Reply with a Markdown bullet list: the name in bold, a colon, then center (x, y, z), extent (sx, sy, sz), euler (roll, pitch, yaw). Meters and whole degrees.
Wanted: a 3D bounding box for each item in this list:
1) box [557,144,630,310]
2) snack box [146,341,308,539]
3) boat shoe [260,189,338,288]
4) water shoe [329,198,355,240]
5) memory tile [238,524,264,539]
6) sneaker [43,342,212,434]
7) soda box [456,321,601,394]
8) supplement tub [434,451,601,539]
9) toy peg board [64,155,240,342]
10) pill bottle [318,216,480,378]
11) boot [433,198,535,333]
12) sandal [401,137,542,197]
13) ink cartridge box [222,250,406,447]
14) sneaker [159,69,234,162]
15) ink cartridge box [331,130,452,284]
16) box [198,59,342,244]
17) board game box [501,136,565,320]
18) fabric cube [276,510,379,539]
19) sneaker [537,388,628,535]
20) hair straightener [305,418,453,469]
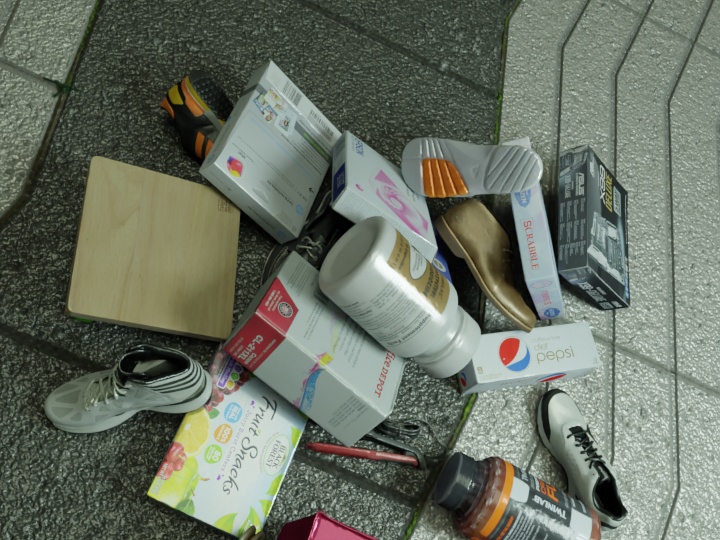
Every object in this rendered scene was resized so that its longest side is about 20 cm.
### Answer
- **box**: center (0.352, -0.062, 1.137), extent (0.157, 0.049, 0.203), euler (33, 56, -43)
- **snack box**: center (-0.151, 0.209, 0.920), extent (0.141, 0.053, 0.202), euler (26, 64, -7)
- **boat shoe**: center (-0.072, -0.040, 1.037), extent (0.072, 0.063, 0.201), euler (35, 63, 0)
- **water shoe**: center (0.000, 0.000, 1.010), extent (0.078, 0.071, 0.202), euler (-33, 103, -16)
- **memory tile**: center (-0.163, 0.372, 0.798), extent (0.017, 0.154, 0.201), euler (30, 62, 14)
- **sneaker**: center (-0.279, 0.123, 0.860), extent (0.197, 0.116, 0.077), euler (-11, 58, 0)
- **soda box**: center (0.232, 0.122, 1.063), extent (0.197, 0.064, 0.069), euler (-5, 69, -19)
- **supplement tub**: center (0.194, 0.307, 0.954), extent (0.198, 0.107, 0.108), euler (29, 64, -4)
- **toy peg board**: center (-0.268, -0.013, 0.966), extent (0.197, 0.098, 0.203), euler (13, 65, -28)
- **pill bottle**: center (0.053, 0.039, 0.920), extent (0.200, 0.114, 0.115), euler (42, 60, -25)
- **boot**: center (0.187, -0.007, 1.024), extent (0.075, 0.074, 0.201), euler (-36, 91, 12)
- **sandal**: center (0.152, -0.133, 1.021), extent (0.204, 0.059, 0.081), euler (10, 95, 30)
- **ink cartridge box**: center (-0.049, 0.096, 0.930), extent (0.199, 0.083, 0.146), euler (40, 31, -9)
- **sneaker**: center (-0.202, -0.173, 1.057), extent (0.202, 0.089, 0.070), euler (59, 30, -13)
- **ink cartridge box**: center (0.049, -0.088, 1.021), extent (0.199, 0.043, 0.197), euler (31, 25, -19)
- **box**: center (-0.116, -0.163, 1.036), extent (0.156, 0.041, 0.202), euler (42, 50, -30)
- **board game box**: center (0.247, -0.052, 1.070), extent (0.041, 0.200, 0.203), euler (-11, 68, 15)
- **fabric cube**: center (-0.017, 0.394, 0.805), extent (0.198, 0.200, 0.198), euler (26, 65, -5)
- **sneaker**: center (0.306, 0.254, 1.025), extent (0.073, 0.080, 0.202), euler (-14, 72, -19)
- **hair straightener**: center (0.029, 0.209, 0.980), extent (0.197, 0.041, 0.078), euler (12, 66, -12)
